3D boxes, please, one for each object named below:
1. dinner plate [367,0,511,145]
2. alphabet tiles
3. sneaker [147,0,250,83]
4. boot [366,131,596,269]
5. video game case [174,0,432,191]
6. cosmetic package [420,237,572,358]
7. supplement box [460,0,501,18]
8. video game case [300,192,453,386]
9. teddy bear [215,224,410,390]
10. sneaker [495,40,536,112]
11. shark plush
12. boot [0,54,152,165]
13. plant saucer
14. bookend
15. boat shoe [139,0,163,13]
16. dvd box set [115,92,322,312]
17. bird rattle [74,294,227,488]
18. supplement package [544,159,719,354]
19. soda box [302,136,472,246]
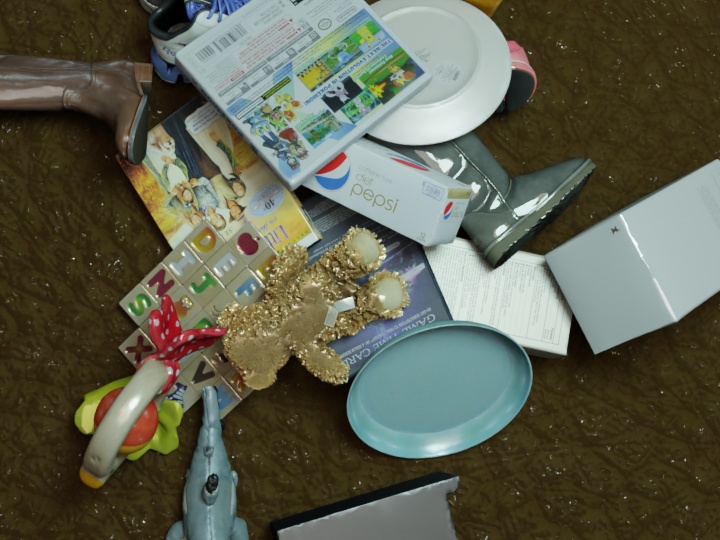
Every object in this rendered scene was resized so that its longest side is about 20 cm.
[{"bbox_3d":[0.061,-0.222,1.230,0.196,0.024,0.203,-2,63,3],"label":"dinner plate"},{"bbox_3d":[-0.155,0.052,1.228,0.200,0.006,0.167,-42,89,8],"label":"alphabet tiles"},{"bbox_3d":[-0.139,-0.266,1.229,0.196,0.115,0.082,-14,69,1],"label":"sneaker"},{"bbox_3d":[0.131,-0.123,1.245,0.181,0.073,0.200,-36,73,-21],"label":"boot"},{"bbox_3d":[-0.056,-0.204,1.175,0.199,0.022,0.183,-39,79,-21],"label":"video game case"},{"bbox_3d":[0.129,0.026,1.266,0.197,0.073,0.105,13,81,-6],"label":"cosmetic package"},{"bbox_3d":[0.096,-0.413,1.288,0.195,0.133,0.203,22,81,-4],"label":"supplement box"},{"bbox_3d":[0.000,0.000,1.228,0.141,0.019,0.202,-28,70,13],"label":"video game case"},{"bbox_3d":[-0.047,0.041,1.188,0.145,0.067,0.200,42,91,-6],"label":"teddy bear"},{"bbox_3d":[0.096,-0.220,1.307,0.196,0.074,0.088,-2,46,3],"label":"sneaker"},{"bbox_3d":[-0.145,0.225,1.199,0.089,0.083,0.203,12,81,-5],"label":"shark plush"},{"bbox_3d":[-0.317,-0.170,1.199,0.196,0.187,0.065,4,121,-10],"label":"boot"},{"bbox_3d":[0.081,0.121,1.211,0.197,0.202,0.028,-5,42,-8],"label":"plant saucer"},{"bbox_3d":[0.026,0.333,1.203,0.197,0.092,0.202,-15,86,-10],"label":"bookend"},{"bbox_3d":[-0.148,-0.323,1.282,0.196,0.060,0.073,-7,83,-8],"label":"boat shoe"},{"bbox_3d":[-0.152,-0.078,1.244,0.145,0.029,0.202,-32,88,10],"label":"dvd box set"},{"bbox_3d":[-0.212,0.133,1.149,0.112,0.200,0.164,38,40,-6],"label":"bird rattle"},{"bbox_3d":[0.314,-0.016,1.231,0.199,0.119,0.123,-25,86,-40],"label":"supplement package"},{"bbox_3d":[0.012,-0.094,1.192,0.198,0.068,0.065,28,106,24],"label":"soda box"}]
